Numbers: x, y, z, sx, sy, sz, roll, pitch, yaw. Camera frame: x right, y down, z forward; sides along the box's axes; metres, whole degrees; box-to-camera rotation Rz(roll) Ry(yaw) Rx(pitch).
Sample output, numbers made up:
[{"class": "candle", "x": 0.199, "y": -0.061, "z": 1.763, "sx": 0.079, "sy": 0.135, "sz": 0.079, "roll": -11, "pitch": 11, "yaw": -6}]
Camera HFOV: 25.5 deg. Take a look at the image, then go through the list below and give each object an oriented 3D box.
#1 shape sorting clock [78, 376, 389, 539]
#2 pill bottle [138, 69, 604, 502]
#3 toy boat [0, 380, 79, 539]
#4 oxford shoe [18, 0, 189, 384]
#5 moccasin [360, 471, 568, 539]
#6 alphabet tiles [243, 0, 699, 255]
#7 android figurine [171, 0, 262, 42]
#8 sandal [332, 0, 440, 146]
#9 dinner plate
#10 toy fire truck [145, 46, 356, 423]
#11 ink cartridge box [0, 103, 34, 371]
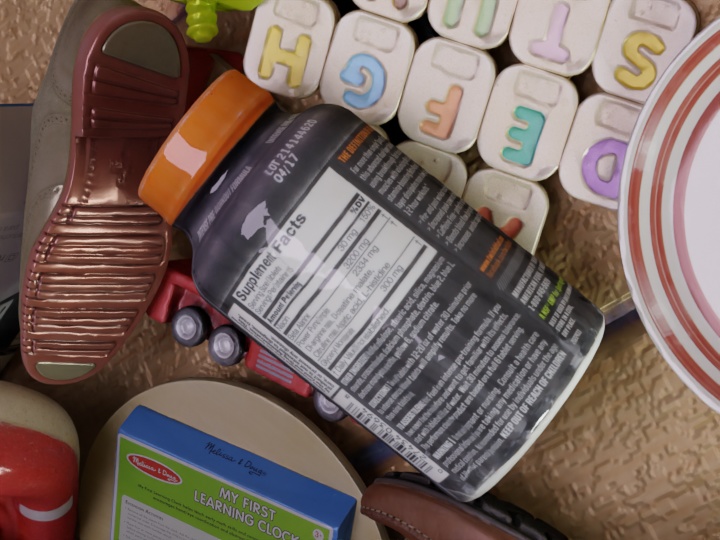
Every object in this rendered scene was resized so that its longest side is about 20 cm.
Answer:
[{"class": "shape sorting clock", "x": -0.067, "y": 0.152, "z": 0.838, "sx": 0.198, "sy": 0.039, "sz": 0.202, "roll": 12, "pitch": 114, "yaw": 28}, {"class": "pill bottle", "x": 0.000, "y": 0.000, "z": 0.695, "sx": 0.200, "sy": 0.106, "sz": 0.106, "roll": 39, "pitch": 115, "yaw": 0}, {"class": "toy boat", "x": -0.217, "y": 0.145, "z": 0.832, "sx": 0.129, "sy": 0.132, "sz": 0.201, "roll": 6, "pitch": 140, "yaw": -7}, {"class": "oxford shoe", "x": -0.134, "y": -0.041, "z": 0.794, "sx": 0.074, "sy": 0.070, "sz": 0.202, "roll": 40, "pitch": 118, "yaw": 50}, {"class": "moccasin", "x": 0.080, "y": 0.160, "z": 0.730, "sx": 0.200, "sy": 0.074, "sz": 0.078, "roll": 32, "pitch": 92, "yaw": 19}, {"class": "alphabet tiles", "x": 0.047, "y": -0.104, "z": 0.723, "sx": 0.198, "sy": 0.015, "sz": 0.197, "roll": 20, "pitch": 104, "yaw": 12}, {"class": "android figurine", "x": -0.065, "y": -0.207, "z": 0.747, "sx": 0.182, "sy": 0.041, "sz": 0.202, "roll": -26, "pitch": 61, "yaw": 51}, {"class": "sandal", "x": -0.013, "y": -0.149, "z": 0.763, "sx": 0.075, "sy": 0.048, "sz": 0.202, "roll": -35, "pitch": 78, "yaw": 29}, {"class": "dinner plate", "x": 0.204, "y": -0.022, "z": 0.662, "sx": 0.198, "sy": 0.024, "sz": 0.202, "roll": 4, "pitch": 99, "yaw": 28}, {"class": "toy fire truck", "x": -0.045, "y": -0.023, "z": 0.799, "sx": 0.199, "sy": 0.049, "sz": 0.142, "roll": 25, "pitch": 107, "yaw": 25}, {"class": "ink cartridge box", "x": -0.245, "y": 0.010, "z": 0.867, "sx": 0.084, "sy": 0.145, "sz": 0.200, "roll": 48, "pitch": 117, "yaw": 16}]
